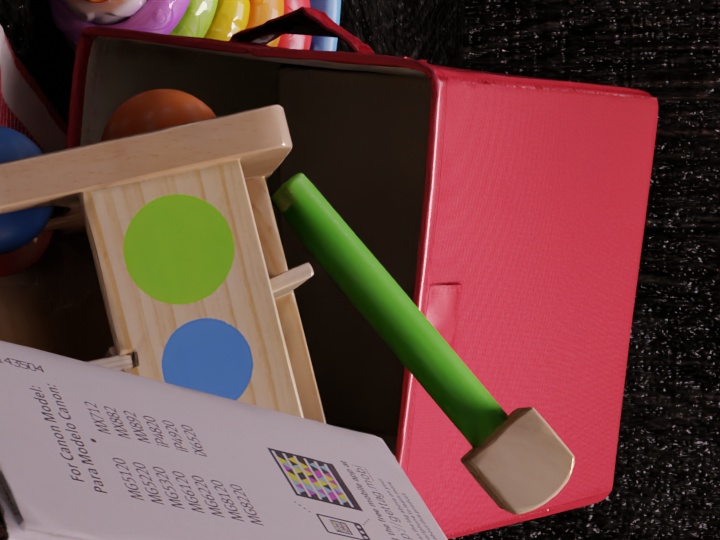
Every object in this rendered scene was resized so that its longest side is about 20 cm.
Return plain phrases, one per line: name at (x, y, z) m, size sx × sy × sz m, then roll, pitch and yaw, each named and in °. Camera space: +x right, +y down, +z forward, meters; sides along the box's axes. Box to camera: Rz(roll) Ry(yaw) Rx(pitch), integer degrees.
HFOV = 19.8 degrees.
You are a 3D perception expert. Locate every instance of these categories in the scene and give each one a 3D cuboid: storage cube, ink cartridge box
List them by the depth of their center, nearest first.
ink cartridge box at (-0.094, 0.122, 0.476) m, size 0.201 × 0.175 × 0.084 m, roll -60°, pitch -145°, yaw 17°
storage cube at (0.000, 0.000, 0.827) m, size 0.179 × 0.170 × 0.201 m, roll -2°, pitch 99°, yaw -56°

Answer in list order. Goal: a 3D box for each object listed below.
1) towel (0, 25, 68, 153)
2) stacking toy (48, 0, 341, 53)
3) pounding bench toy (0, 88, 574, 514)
towel at (-0.137, 0.019, 0.796) m, size 0.144 × 0.023 × 0.201 m, roll 69°, pitch 22°, yaw -71°
stacking toy at (-0.096, -0.118, 0.886) m, size 0.200 × 0.115 × 0.110 m, roll 24°, pitch 71°, yaw -67°
pounding bench toy at (-0.042, 0.020, 0.664) m, size 0.124 × 0.199 × 0.157 m, roll 147°, pitch -70°, yaw -78°
